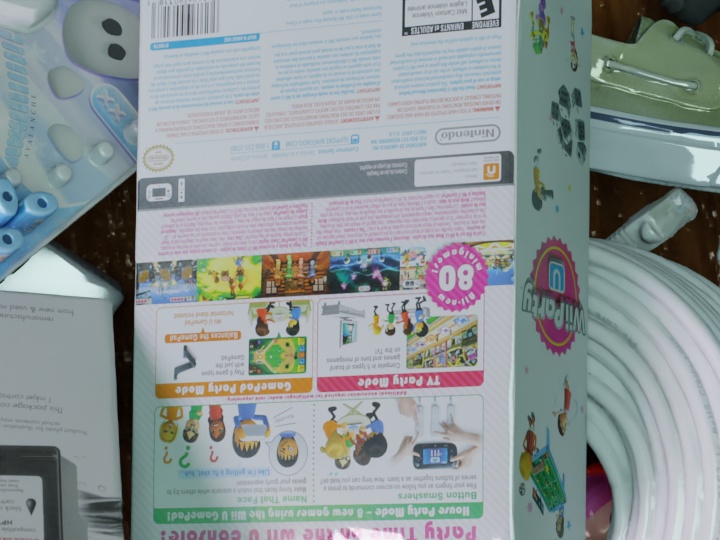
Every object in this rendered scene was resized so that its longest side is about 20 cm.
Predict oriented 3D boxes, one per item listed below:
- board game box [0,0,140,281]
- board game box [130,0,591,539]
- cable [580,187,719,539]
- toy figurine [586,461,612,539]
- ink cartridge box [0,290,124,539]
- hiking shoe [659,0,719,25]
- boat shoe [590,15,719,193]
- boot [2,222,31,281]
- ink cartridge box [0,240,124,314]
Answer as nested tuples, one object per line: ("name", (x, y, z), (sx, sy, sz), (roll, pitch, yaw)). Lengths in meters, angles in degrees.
("board game box", (-0.133, -0.122, 1.054), (0.200, 0.026, 0.200), (51, 48, -4))
("board game box", (0.000, 0.000, 1.007), (0.147, 0.064, 0.201), (-3, 81, 27))
("cable", (0.064, 0.086, 1.036), (0.200, 0.069, 0.201), (-27, 68, 21))
("toy figurine", (0.124, 0.120, 1.108), (0.200, 0.150, 0.184), (-32, 80, 16))
("ink cartridge box", (-0.121, 0.119, 0.986), (0.066, 0.116, 0.200), (5, 51, -15))
("hiking shoe", (0.211, -0.129, 1.120), (0.200, 0.076, 0.101), (-27, 90, -5))
("boat shoe", (0.108, -0.065, 1.114), (0.199, 0.072, 0.062), (9, 93, -3))
("boot", (-0.232, -0.057, 1.049), (0.175, 0.066, 0.200), (-24, 85, 1))
("ink cartridge box", (-0.222, 0.036, 1.100), (0.200, 0.041, 0.200), (32, 88, -5))
